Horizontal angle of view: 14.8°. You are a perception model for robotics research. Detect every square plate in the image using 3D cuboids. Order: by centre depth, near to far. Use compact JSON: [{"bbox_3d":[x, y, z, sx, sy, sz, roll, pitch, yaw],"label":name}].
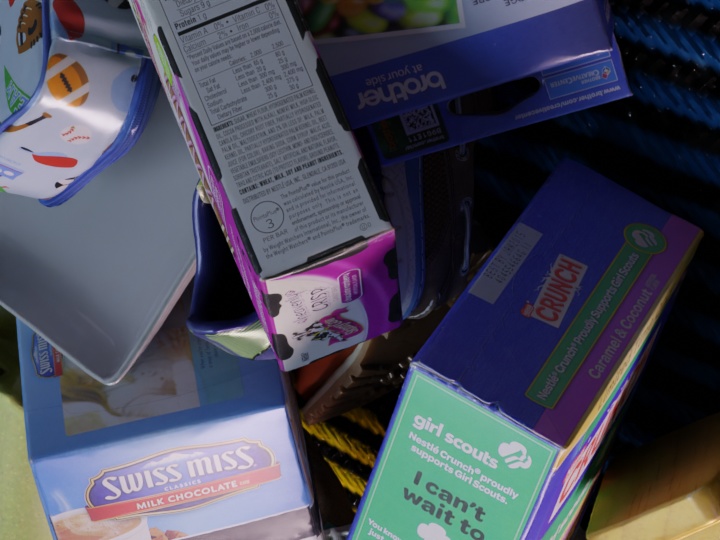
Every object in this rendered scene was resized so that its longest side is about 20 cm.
[{"bbox_3d":[-0.123,-0.061,1.399,0.200,0.198,0.028,32,177,40],"label":"square plate"}]

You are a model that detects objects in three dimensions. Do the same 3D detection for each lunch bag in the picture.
[{"bbox_3d":[-0.146,-0.139,1.353,0.160,0.075,0.200,145,133,-60],"label":"lunch bag"}]

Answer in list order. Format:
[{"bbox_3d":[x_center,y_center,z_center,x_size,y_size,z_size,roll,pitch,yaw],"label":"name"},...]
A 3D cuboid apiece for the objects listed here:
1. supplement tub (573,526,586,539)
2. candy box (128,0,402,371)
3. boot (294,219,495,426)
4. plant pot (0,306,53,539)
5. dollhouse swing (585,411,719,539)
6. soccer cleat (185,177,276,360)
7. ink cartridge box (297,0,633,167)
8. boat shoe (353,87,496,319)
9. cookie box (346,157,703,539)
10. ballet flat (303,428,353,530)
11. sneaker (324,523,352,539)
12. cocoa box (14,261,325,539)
[{"bbox_3d":[0.087,0.208,1.312,0.200,0.140,0.141,-123,18,-50],"label":"supplement tub"},{"bbox_3d":[-0.047,-0.073,1.156,0.136,0.061,0.200,83,166,-72],"label":"candy box"},{"bbox_3d":[0.000,0.000,1.371,0.107,0.075,0.200,56,150,18],"label":"boot"},{"bbox_3d":[-0.183,0.108,1.675,0.200,0.200,0.184,37,135,33],"label":"plant pot"},{"bbox_3d":[0.223,0.145,1.190,0.200,0.176,0.182,59,-166,-5],"label":"dollhouse swing"},{"bbox_3d":[-0.036,-0.058,1.269,0.065,0.084,0.201,12,95,42],"label":"soccer cleat"},{"bbox_3d":[0.027,-0.138,1.125,0.042,0.119,0.200,-82,-27,-62],"label":"ink cartridge box"},{"bbox_3d":[0.018,-0.078,1.234,0.072,0.072,0.200,14,105,44],"label":"boat shoe"},{"bbox_3d":[0.059,0.081,1.187,0.075,0.171,0.200,27,131,11],"label":"cookie box"},{"bbox_3d":[-0.058,0.091,1.553,0.072,0.068,0.200,38,-175,-41],"label":"ballet flat"},{"bbox_3d":[0.004,0.160,1.445,0.200,0.099,0.078,-43,45,42],"label":"sneaker"},{"bbox_3d":[-0.102,0.061,1.431,0.200,0.133,0.131,-104,2,-49],"label":"cocoa box"}]
